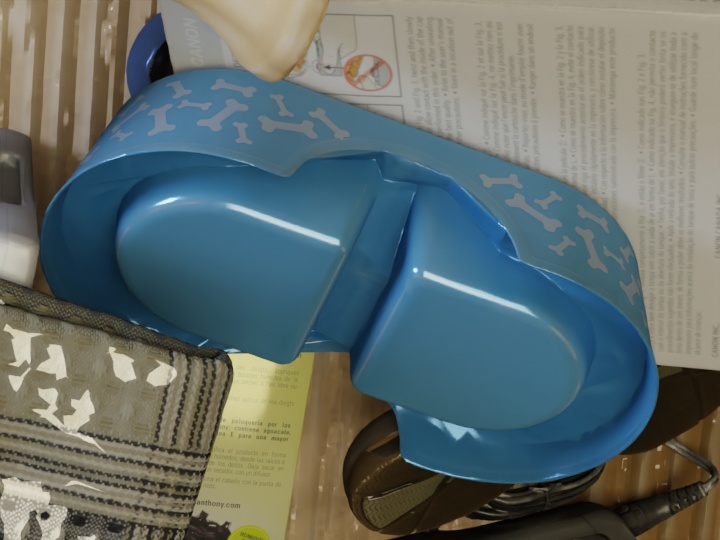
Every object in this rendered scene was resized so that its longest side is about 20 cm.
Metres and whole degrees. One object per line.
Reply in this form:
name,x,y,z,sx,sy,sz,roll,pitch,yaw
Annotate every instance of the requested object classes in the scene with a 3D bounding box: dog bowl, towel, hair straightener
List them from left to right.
towel,-0.150,0.087,0.645,0.199,0.035,0.193,17,99,-22
dog bowl,0.000,0.000,0.734,0.199,0.050,0.112,19,139,-8
hair straightener,0.049,0.093,0.859,0.199,0.041,0.077,-16,111,-23

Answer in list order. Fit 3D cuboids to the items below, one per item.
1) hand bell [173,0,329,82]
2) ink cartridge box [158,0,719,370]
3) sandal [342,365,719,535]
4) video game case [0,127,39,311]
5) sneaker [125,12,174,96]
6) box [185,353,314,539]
hand bell,-0.110,-0.115,0.614,0.199,0.104,0.105,6,102,-20
ink cartridge box,0.048,-0.041,0.748,0.199,0.057,0.163,7,139,14
sandal,0.071,0.036,0.845,0.199,0.055,0.082,-22,142,-25
video game case,-0.138,0.065,0.762,0.023,0.182,0.201,12,101,-11
sneaker,0.018,-0.050,0.819,0.199,0.078,0.070,12,101,-14
box,-0.063,0.075,0.849,0.075,0.050,0.201,5,102,-13
